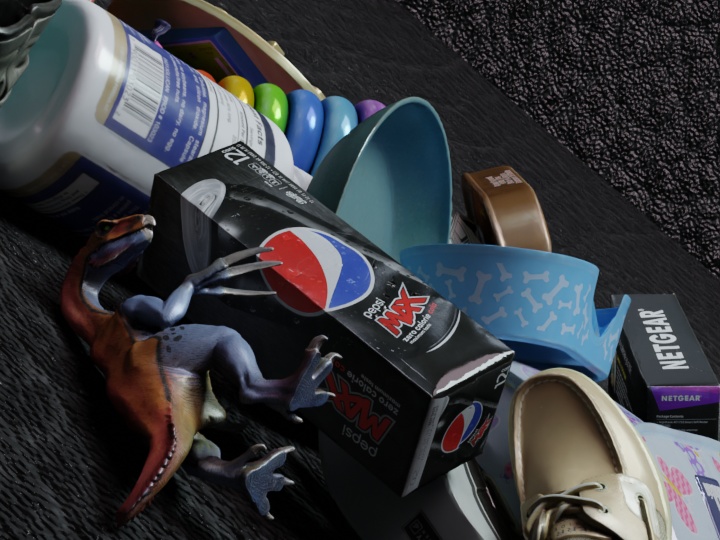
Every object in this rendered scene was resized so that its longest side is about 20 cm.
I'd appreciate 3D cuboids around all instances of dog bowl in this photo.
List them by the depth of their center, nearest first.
[{"bbox_3d":[0.087,0.028,1.354,0.111,0.050,0.200,3,-10,18],"label":"dog bowl"}]

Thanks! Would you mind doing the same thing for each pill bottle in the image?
[{"bbox_3d":[-0.108,-0.055,1.314,0.200,0.111,0.111,32,13,-35],"label":"pill bottle"}]

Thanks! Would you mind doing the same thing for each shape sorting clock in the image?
[{"bbox_3d":[-0.084,-0.111,1.556,0.199,0.039,0.200,28,-27,16],"label":"shape sorting clock"}]

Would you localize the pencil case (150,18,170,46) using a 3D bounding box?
[{"bbox_3d":[-0.079,-0.059,1.494,0.200,0.091,0.094,40,5,-11],"label":"pencil case"}]

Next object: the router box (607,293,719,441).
[{"bbox_3d":[0.196,0.114,1.569,0.051,0.150,0.200,-1,17,-1],"label":"router box"}]

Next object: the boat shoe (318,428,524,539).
[{"bbox_3d":[0.041,0.130,1.206,0.064,0.071,0.201,33,24,-52],"label":"boat shoe"}]

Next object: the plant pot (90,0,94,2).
[{"bbox_3d":[-0.239,-0.276,1.579,0.195,0.201,0.201,31,12,-4],"label":"plant pot"}]

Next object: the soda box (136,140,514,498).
[{"bbox_3d":[-0.021,0.020,1.186,0.200,0.071,0.063,37,42,28],"label":"soda box"}]

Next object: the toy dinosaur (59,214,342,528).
[{"bbox_3d":[-0.095,0.031,1.107,0.181,0.106,0.200,26,13,32],"label":"toy dinosaur"}]

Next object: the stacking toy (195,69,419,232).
[{"bbox_3d":[-0.066,-0.083,1.416,0.199,0.086,0.085,18,17,-15],"label":"stacking toy"}]

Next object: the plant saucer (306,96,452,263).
[{"bbox_3d":[0.000,0.000,1.333,0.036,0.201,0.200,12,1,20],"label":"plant saucer"}]

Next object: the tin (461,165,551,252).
[{"bbox_3d":[0.102,-0.007,1.580,0.200,0.042,0.113,-113,-167,-78],"label":"tin"}]

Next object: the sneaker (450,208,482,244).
[{"bbox_3d":[0.048,-0.002,1.519,0.087,0.076,0.200,23,24,-13],"label":"sneaker"}]

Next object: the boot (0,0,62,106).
[{"bbox_3d":[-0.183,-0.087,1.141,0.068,0.131,0.200,39,11,-3],"label":"boot"}]

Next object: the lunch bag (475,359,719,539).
[{"bbox_3d":[0.133,0.133,1.291,0.200,0.128,0.169,37,9,34],"label":"lunch bag"}]

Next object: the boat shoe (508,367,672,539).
[{"bbox_3d":[0.113,0.132,1.156,0.065,0.072,0.201,41,31,-58],"label":"boat shoe"}]
